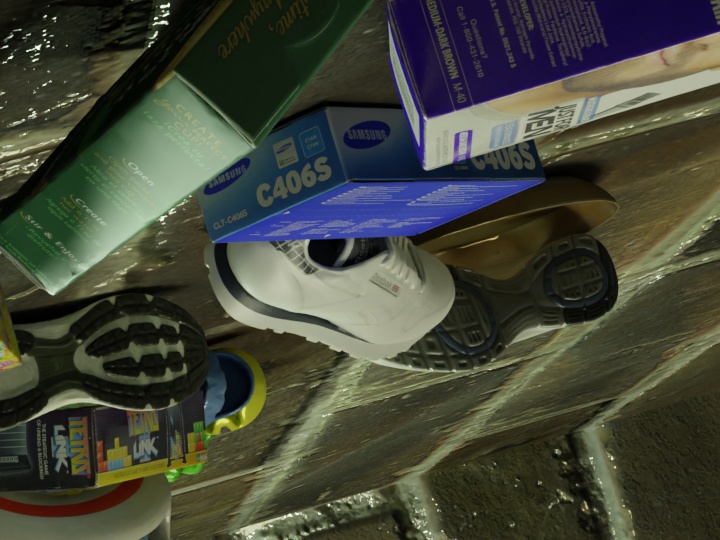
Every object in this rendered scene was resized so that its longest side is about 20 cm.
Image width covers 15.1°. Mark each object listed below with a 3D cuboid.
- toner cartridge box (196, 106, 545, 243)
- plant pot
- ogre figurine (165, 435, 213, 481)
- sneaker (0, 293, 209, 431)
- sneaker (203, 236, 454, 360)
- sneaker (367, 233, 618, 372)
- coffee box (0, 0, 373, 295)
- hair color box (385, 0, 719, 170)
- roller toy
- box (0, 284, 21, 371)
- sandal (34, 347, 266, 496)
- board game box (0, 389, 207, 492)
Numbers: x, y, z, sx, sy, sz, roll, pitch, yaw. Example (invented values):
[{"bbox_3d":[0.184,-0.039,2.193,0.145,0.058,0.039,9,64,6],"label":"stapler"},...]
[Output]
[{"bbox_3d":[0.008,-0.051,1.459,0.095,0.043,0.200,-24,169,32],"label":"toner cartridge box"},{"bbox_3d":[0.072,-0.024,1.786,0.200,0.028,0.200,-17,171,-3],"label":"plant pot"},{"bbox_3d":[-0.196,0.169,2.223,0.120,0.098,0.200,-24,-172,-34],"label":"ogre figurine"},{"bbox_3d":[-0.192,0.058,1.709,0.200,0.077,0.089,-5,179,-31],"label":"sneaker"},{"bbox_3d":[0.000,0.000,1.622,0.080,0.077,0.200,-39,153,30],"label":"sneaker"},{"bbox_3d":[0.077,0.031,1.822,0.200,0.075,0.087,-11,174,-30],"label":"sneaker"},{"bbox_3d":[-0.065,-0.070,1.056,0.123,0.044,0.200,-52,-169,-29],"label":"coffee box"},{"bbox_3d":[0.115,-0.111,1.244,0.200,0.065,0.109,-18,170,-2],"label":"hair color box"},{"bbox_3d":[-0.236,0.200,2.050,0.182,0.140,0.200,-5,-154,-20],"label":"roller toy"},{"bbox_3d":[-0.247,-0.005,1.037,0.192,0.122,0.200,-18,171,-3],"label":"box"},{"bbox_3d":[-0.167,0.101,1.962,0.200,0.080,0.087,-25,167,-4],"label":"sandal"},{"bbox_3d":[-0.215,0.115,1.832,0.165,0.057,0.200,-5,180,17],"label":"board game box"}]
